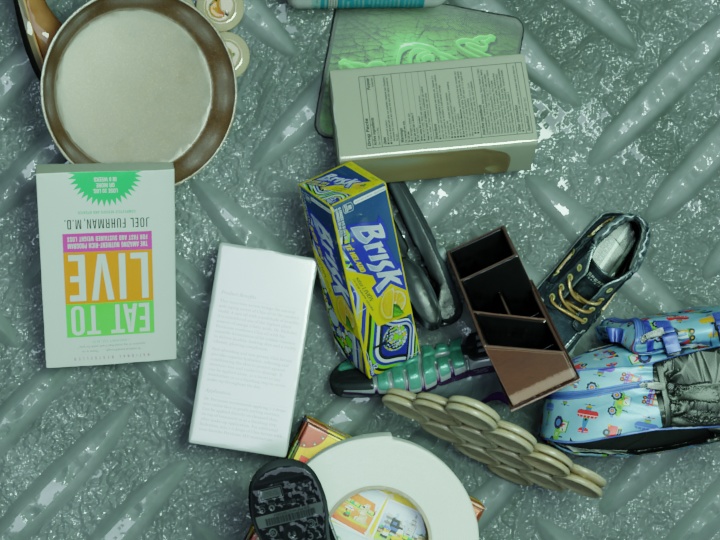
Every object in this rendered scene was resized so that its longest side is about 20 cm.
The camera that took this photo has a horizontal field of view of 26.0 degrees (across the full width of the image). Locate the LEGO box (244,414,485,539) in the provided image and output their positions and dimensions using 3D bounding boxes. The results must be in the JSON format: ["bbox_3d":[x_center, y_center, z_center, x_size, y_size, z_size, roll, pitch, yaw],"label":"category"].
[{"bbox_3d":[0.001,0.256,1.567,0.200,0.077,0.149,27,88,-2],"label":"LEGO box"}]

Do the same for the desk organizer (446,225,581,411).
[{"bbox_3d":[0.143,0.041,1.504,0.072,0.200,0.077,-25,118,5],"label":"desk organizer"}]

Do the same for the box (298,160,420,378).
[{"bbox_3d":[0.000,0.000,1.524,0.064,0.070,0.201,-26,123,-21],"label":"box"}]

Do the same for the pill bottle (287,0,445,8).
[{"bbox_3d":[0.024,-0.318,1.563,0.199,0.111,0.111,0,89,-3],"label":"pill bottle"}]

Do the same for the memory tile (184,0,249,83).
[{"bbox_3d":[-0.196,-0.286,1.597,0.153,0.017,0.201,-7,89,-3],"label":"memory tile"}]

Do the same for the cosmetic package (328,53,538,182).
[{"bbox_3d":[0.071,-0.150,1.563,0.199,0.071,0.106,-4,70,-2],"label":"cosmetic package"}]

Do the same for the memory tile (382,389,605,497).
[{"bbox_3d":[0.130,0.165,1.507,0.200,0.153,0.017,34,72,-29],"label":"memory tile"}]

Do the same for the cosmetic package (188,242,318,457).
[{"bbox_3d":[-0.107,0.079,1.567,0.101,0.071,0.201,10,88,-3],"label":"cosmetic package"}]

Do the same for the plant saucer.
[{"bbox_3d":[-0.221,-0.178,1.549,0.200,0.034,0.201,-3,99,-22],"label":"plant saucer"}]

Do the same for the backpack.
[{"bbox_3d":[0.270,0.113,1.535,0.199,0.183,0.135,-8,90,1],"label":"backpack"}]

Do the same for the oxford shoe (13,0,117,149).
[{"bbox_3d":[-0.298,-0.217,1.569,0.071,0.071,0.201,-22,101,-10],"label":"oxford shoe"}]

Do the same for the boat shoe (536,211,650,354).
[{"bbox_3d":[0.218,0.023,1.576,0.071,0.091,0.201,33,88,-2],"label":"boat shoe"}]

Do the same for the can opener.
[{"bbox_3d":[0.049,-0.033,1.586,0.063,0.079,0.201,-18,77,-11],"label":"can opener"}]

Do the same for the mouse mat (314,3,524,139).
[{"bbox_3d":[0.061,-0.200,1.615,0.199,0.008,0.162,10,88,-4],"label":"mouse mat"}]

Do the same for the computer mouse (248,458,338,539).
[{"bbox_3d":[-0.080,0.281,1.470,0.140,0.046,0.201,-19,95,3],"label":"computer mouse"}]

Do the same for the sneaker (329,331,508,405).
[{"bbox_3d":[0.071,0.122,1.580,0.199,0.074,0.088,-9,118,9],"label":"sneaker"}]

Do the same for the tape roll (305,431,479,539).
[{"bbox_3d":[0.015,0.259,1.510,0.202,0.037,0.204,0,90,-2],"label":"tape roll"}]

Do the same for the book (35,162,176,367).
[{"bbox_3d":[-0.249,-0.007,1.543,0.133,0.048,0.201,-2,111,-8],"label":"book"}]
